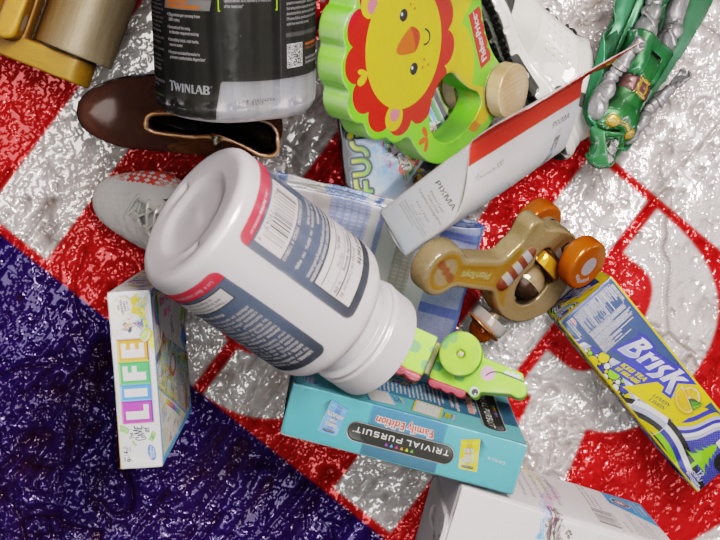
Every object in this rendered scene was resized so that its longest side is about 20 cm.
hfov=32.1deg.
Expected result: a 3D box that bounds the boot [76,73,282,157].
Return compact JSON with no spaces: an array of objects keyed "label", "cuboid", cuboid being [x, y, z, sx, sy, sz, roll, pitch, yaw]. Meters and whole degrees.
[{"label":"boot","cuboid":[-0.155,-0.116,1.023,0.185,0.200,0.070,13,100,-3]}]

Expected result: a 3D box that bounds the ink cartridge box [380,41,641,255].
[{"label":"ink cartridge box","cuboid":[0.126,-0.096,1.000,0.159,0.199,0.048,-32,90,-39]}]

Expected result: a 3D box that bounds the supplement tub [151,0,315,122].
[{"label":"supplement tub","cuboid":[-0.091,-0.216,0.900,0.120,0.123,0.203,1,108,-2]}]

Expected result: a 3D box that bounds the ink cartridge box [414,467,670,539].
[{"label":"ink cartridge box","cuboid":[0.150,0.263,1.098,0.197,0.147,0.148,18,95,-3]}]

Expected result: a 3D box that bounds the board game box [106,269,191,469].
[{"label":"board game box","cuboid":[-0.172,0.073,1.041,0.034,0.200,0.137,-3,95,-1]}]

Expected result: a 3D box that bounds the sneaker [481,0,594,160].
[{"label":"sneaker","cuboid":[0.152,-0.201,1.101,0.079,0.074,0.202,-34,101,-14]}]

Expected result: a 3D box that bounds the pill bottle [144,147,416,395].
[{"label":"pill bottle","cuboid":[-0.055,0.010,0.956,0.199,0.120,0.120,37,93,-31]}]

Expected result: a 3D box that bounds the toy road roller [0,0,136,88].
[{"label":"toy road roller","cuboid":[-0.292,-0.242,1.034,0.197,0.146,0.125,21,95,-4]}]

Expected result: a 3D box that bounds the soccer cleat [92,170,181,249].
[{"label":"soccer cleat","cuboid":[-0.154,-0.034,1.065,0.197,0.085,0.070,20,116,18]}]

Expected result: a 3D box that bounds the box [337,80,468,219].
[{"label":"box","cuboid":[0.032,-0.136,1.112,0.108,0.035,0.204,-7,96,-1]}]

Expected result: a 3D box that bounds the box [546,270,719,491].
[{"label":"box","cuboid":[0.257,0.097,1.124,0.064,0.070,0.201,-39,95,3]}]

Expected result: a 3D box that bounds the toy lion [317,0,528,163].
[{"label":"toy lion","cuboid":[0.044,-0.167,0.986,0.192,0.068,0.202,-47,136,-29]}]

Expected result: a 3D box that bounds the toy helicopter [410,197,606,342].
[{"label":"toy helicopter","cuboid":[0.111,0.008,1.071,0.079,0.198,0.134,44,117,37]}]

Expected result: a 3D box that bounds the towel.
[{"label":"towel","cuboid":[0.000,0.000,1.105,0.197,0.024,0.149,13,117,-4]}]

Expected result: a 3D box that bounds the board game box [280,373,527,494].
[{"label":"board game box","cuboid":[0.034,0.121,1.077,0.197,0.151,0.048,16,101,-3]}]

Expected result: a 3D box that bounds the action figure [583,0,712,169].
[{"label":"action figure","cuboid":[0.242,-0.179,1.076,0.117,0.054,0.202,27,85,-33]}]

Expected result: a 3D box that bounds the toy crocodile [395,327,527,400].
[{"label":"toy crocodile","cuboid":[0.050,0.072,1.072,0.197,0.068,0.063,22,84,6]}]
